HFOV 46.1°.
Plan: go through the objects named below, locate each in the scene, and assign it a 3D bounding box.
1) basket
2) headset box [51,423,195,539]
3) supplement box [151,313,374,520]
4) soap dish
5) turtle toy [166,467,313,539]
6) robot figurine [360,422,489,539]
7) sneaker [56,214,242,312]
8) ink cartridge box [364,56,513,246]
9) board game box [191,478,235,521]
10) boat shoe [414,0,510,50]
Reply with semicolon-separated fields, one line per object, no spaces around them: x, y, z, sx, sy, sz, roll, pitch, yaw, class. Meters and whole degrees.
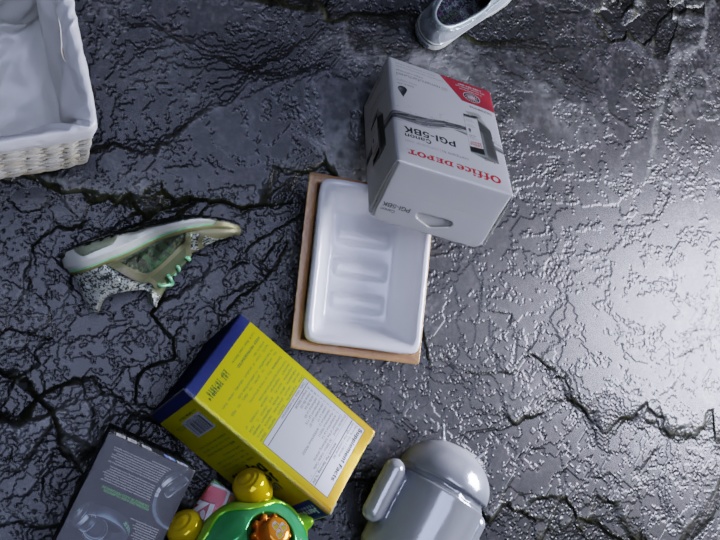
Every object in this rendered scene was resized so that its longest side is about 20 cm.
-0.378;-0.199;0.844;0.197;0.161;0.201;-13;88;-18;basket
-0.251;0.264;0.827;0.092;0.174;0.202;27;76;-11;headset box
-0.103;0.165;0.907;0.200;0.109;0.109;42;52;-9;supplement box
0.000;0.000;0.988;0.155;0.081;0.203;8;82;-17;soap dish
-0.128;0.303;0.829;0.198;0.101;0.147;-30;120;-17;turtle toy
0.075;0.281;0.965;0.169;0.112;0.202;38;73;-32;robot figurine
-0.223;-0.008;0.930;0.197;0.077;0.090;-16;102;-14;sneaker
0.085;-0.140;0.978;0.145;0.083;0.202;14;43;-17;ink cartridge box
-0.180;0.336;0.907;0.095;0.030;0.201;35;74;2;board game box
0.155;-0.358;1.082;0.201;0.071;0.070;-43;98;-17;boat shoe
